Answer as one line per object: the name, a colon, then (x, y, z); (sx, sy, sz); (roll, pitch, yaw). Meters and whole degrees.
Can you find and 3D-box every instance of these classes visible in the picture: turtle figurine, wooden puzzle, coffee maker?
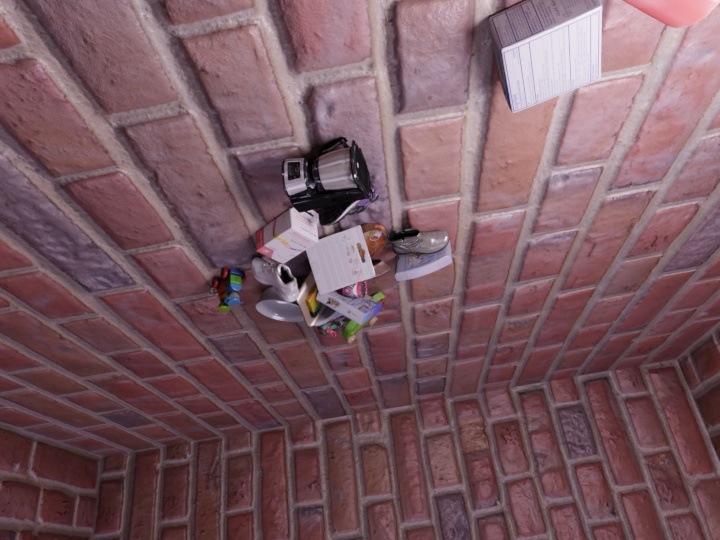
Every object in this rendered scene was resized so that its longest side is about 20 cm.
turtle figurine: (-0.132, 0.206, 2.035); (0.146, 0.103, 0.200); (25, 167, 5)
wooden puzzle: (-0.142, 0.075, 1.764); (0.036, 0.188, 0.202); (21, 156, 21)
coffee maker: (-0.079, -0.214, 1.303); (0.193, 0.138, 0.195); (-8, 137, 15)

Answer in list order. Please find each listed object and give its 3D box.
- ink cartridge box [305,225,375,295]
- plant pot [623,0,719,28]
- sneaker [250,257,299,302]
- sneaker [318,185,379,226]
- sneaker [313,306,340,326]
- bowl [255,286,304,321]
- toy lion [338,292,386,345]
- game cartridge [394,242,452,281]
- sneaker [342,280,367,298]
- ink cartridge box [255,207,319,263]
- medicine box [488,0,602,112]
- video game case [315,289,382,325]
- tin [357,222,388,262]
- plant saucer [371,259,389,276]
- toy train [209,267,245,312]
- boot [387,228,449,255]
ink cartridge box: (-0.061, -0.033, 1.613); (0.194, 0.166, 0.047); (-18, -179, 16)
plant pot: (0.514, -0.542, 0.886); (0.171, 0.207, 0.202); (9, 148, -10)
sneaker: (-0.265, 0.005, 1.640); (0.197, 0.078, 0.101); (33, 138, 16)
sneaker: (-0.031, -0.175, 1.468); (0.197, 0.078, 0.086); (-30, 150, 32)
sneaker: (-0.103, 0.155, 1.901); (0.198, 0.073, 0.084); (-35, 142, -33)
bowl: (-0.266, 0.103, 1.834); (0.193, 0.093, 0.203); (6, 155, 3)
toy lion: (0.016, 0.173, 1.995); (0.198, 0.069, 0.194); (-37, 162, -29)
game cartridge: (0.204, -0.032, 1.711); (0.194, 0.134, 0.042); (-20, 113, 17)
sneaker: (-0.015, 0.045, 1.783); (0.072, 0.084, 0.200); (-2, -175, 8)
ink cartridge box: (-0.204, -0.106, 1.538); (0.197, 0.070, 0.115); (-29, 144, 31)
medicine box: (0.379, -0.454, 1.066); (0.194, 0.106, 0.182); (-17, 149, 16)
video game case: (-0.035, 0.106, 1.774); (0.177, 0.047, 0.199); (26, -165, 15)
tin: (0.009, -0.084, 1.664); (0.109, 0.043, 0.199); (8, 147, -34)
plant saucer: (0.000, 0.000, 1.715); (0.193, 0.033, 0.200); (-16, -169, 3)
toy train: (-0.460, 0.088, 1.752); (0.083, 0.119, 0.199); (16, 142, -36)
boot: (0.184, -0.096, 1.629); (0.192, 0.070, 0.131); (-10, 165, 6)
